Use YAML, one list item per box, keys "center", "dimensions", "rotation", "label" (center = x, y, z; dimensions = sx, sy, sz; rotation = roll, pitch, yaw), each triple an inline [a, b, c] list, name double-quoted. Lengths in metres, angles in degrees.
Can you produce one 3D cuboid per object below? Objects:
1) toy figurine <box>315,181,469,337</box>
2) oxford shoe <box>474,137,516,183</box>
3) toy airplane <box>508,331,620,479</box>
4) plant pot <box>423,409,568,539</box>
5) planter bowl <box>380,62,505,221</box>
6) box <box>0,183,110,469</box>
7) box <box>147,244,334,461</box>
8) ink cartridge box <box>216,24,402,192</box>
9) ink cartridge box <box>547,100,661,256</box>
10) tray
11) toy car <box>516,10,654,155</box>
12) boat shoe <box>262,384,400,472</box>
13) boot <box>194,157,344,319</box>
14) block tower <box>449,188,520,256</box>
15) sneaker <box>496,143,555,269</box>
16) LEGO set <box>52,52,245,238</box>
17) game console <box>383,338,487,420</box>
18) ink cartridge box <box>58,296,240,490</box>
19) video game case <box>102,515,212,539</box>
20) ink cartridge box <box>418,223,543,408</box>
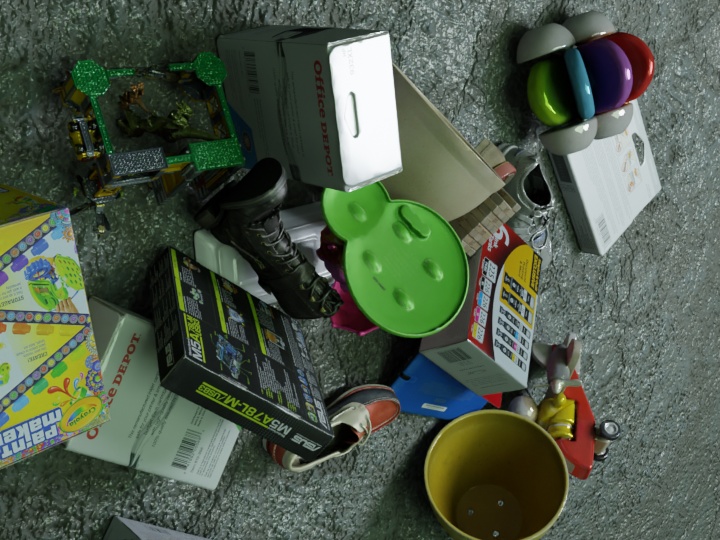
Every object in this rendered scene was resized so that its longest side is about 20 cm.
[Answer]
- center: [0.000, 0.000, 1.147]
  dimensions: [0.200, 0.184, 0.150]
  rotation: [48, 63, -5]
  label: "toy figurine"
- center: [0.107, -0.106, 1.320]
  dimensions: [0.198, 0.071, 0.075]
  rotation: [-29, 77, -21]
  label: "oxford shoe"
- center: [0.282, 0.188, 1.485]
  dimensions: [0.139, 0.199, 0.203]
  rotation: [-6, 97, -11]
  label: "toy airplane"
- center: [0.188, 0.321, 1.431]
  dimensions: [0.200, 0.199, 0.143]
  rotation: [-42, 151, -25]
  label: "plant pot"
- center: [0.055, -0.128, 1.189]
  dimensions: [0.135, 0.201, 0.200]
  rotation: [-43, 132, 11]
  label: "planter bowl"
- center: [-0.329, 0.037, 0.868]
  dimensions: [0.121, 0.199, 0.195]
  rotation: [-21, 115, -36]
  label: "box"
- center: [-0.127, 0.083, 1.045]
  dimensions: [0.192, 0.201, 0.048]
  rotation: [31, 110, -31]
  label: "box"
- center: [-0.054, -0.175, 1.053]
  dimensions: [0.083, 0.199, 0.147]
  rotation: [-22, 115, -34]
  label: "ink cartridge box"
- center: [0.378, -0.154, 1.548]
  dimensions: [0.174, 0.043, 0.201]
  rotation: [-44, 126, -25]
  label: "ink cartridge box"
- center: [-0.101, -0.012, 1.177]
  dimensions: [0.198, 0.022, 0.109]
  rotation: [-17, 111, -38]
  label: "tray"
- center: [0.319, -0.263, 1.377]
  dimensions: [0.198, 0.149, 0.177]
  rotation: [-23, 101, -35]
  label: "toy car"
- center: [-0.025, 0.199, 1.262]
  dimensions: [0.198, 0.062, 0.072]
  rotation: [-14, 117, -33]
  label: "boat shoe"
- center: [-0.078, -0.022, 1.054]
  dimensions: [0.174, 0.199, 0.069]
  rotation: [48, 67, -14]
  label: "boot"
- center: [0.108, -0.034, 1.277]
  dimensions: [0.200, 0.054, 0.058]
  rotation: [-45, 153, 8]
  label: "block tower"
- center: [0.237, -0.079, 1.416]
  dimensions: [0.075, 0.081, 0.202]
  rotation: [-41, 125, -26]
  label: "sneaker"
- center: [-0.217, -0.131, 1.008]
  dimensions: [0.199, 0.115, 0.155]
  rotation: [-23, 87, -39]
  label: "LEGO set"
- center: [0.115, 0.104, 1.402]
  dimensions: [0.198, 0.119, 0.171]
  rotation: [17, 121, -42]
  label: "game console"
- center: [-0.220, 0.132, 1.069]
  dimensions: [0.199, 0.083, 0.148]
  rotation: [30, 82, -43]
  label: "ink cartridge box"
- center: [-0.161, 0.346, 1.112]
  dimensions: [0.199, 0.180, 0.046]
  rotation: [29, 83, -42]
  label: "video game case"
- center: [0.177, 0.054, 1.338]
  dimensions: [0.175, 0.083, 0.202]
  rotation: [37, 52, -34]
  label: "ink cartridge box"
